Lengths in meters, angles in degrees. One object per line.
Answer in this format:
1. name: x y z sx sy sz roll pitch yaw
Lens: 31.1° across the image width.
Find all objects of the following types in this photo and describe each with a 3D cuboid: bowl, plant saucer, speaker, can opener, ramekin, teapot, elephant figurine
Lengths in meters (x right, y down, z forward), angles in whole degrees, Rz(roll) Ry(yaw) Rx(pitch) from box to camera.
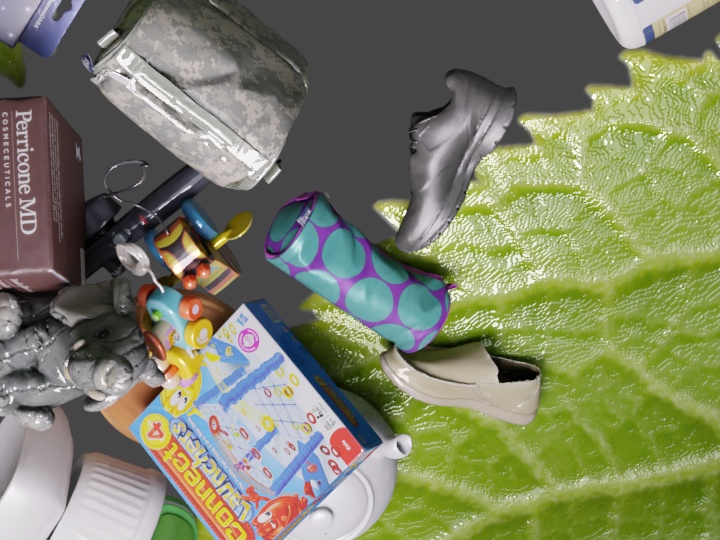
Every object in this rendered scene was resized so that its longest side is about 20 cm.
1. bowl: -0.374 0.248 1.390 0.074 0.200 0.201 29 110 -21
2. plant saucer: -0.203 0.117 1.425 0.197 0.038 0.203 -2 116 -3
3. speaker: -0.226 0.340 1.439 0.087 0.201 0.090 -1 116 -2
4. can opener: -0.223 -0.058 1.324 0.198 0.064 0.079 -31 113 12
5. ramekin: -0.301 0.293 1.414 0.094 0.203 0.203 31 110 -16
6. teapot: -0.050 0.238 1.432 0.194 0.147 0.203 2 117 -4
7. elephant figurine: -0.242 0.077 1.183 0.197 0.157 0.142 -9 144 26

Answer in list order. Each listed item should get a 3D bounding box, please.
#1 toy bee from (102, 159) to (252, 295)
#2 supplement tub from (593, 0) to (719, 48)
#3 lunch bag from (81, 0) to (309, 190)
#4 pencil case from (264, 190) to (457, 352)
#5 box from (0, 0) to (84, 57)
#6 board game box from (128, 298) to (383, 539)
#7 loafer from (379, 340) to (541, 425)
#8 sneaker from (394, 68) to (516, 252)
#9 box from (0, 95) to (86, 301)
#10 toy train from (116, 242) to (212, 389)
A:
1. toy bee: -0.174 -0.013 1.277 0.199 0.109 0.131 12 126 -49
2. supplement tub: 0.299 -0.313 1.188 0.198 0.145 0.145 -29 114 10
3. lunch bag: -0.153 -0.177 1.213 0.199 0.168 0.139 38 108 -19
4. pencil case: 0.000 0.000 1.353 0.199 0.085 0.093 35 85 -19
5. box: -0.354 -0.298 1.219 0.199 0.033 0.122 32 110 -18
6. board game box: -0.112 0.171 1.352 0.196 0.056 0.200 -46 77 17
7. loafer: 0.115 0.110 1.424 0.198 0.076 0.069 16 113 -21
8. sneaker: 0.079 -0.114 1.319 0.090 0.076 0.202 27 103 -7
9. box: -0.374 -0.059 1.227 0.197 0.164 0.169 -5 81 -1
10. toy train: -0.224 0.060 1.284 0.150 0.056 0.200 38 148 1
